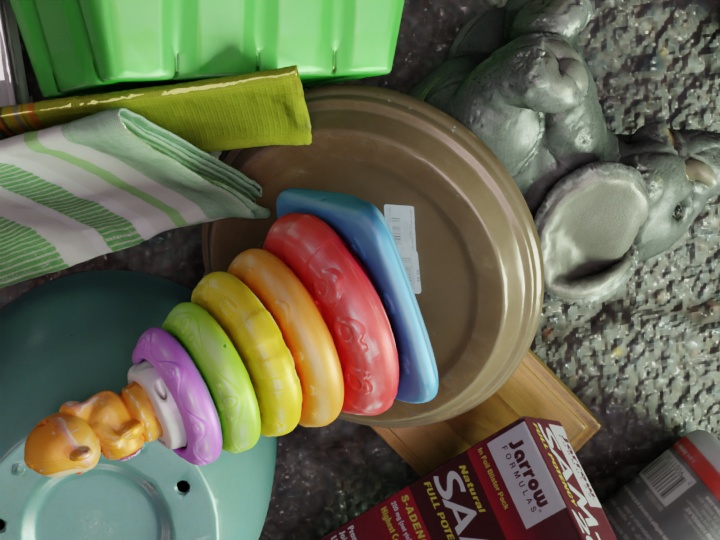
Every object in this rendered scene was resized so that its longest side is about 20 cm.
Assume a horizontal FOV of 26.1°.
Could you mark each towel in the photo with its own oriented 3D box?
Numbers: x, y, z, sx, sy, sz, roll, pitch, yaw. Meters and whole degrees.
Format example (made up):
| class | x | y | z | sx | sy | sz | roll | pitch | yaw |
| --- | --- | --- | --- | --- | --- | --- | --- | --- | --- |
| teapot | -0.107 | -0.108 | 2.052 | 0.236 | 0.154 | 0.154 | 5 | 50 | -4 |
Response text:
| class | x | y | z | sx | sy | sz | roll | pitch | yaw |
| --- | --- | --- | --- | --- | --- | --- | --- | --- | --- |
| towel | -0.164 | -0.030 | 0.789 | 0.198 | 0.152 | 0.024 | -12 | 72 | 22 |
| towel | -0.124 | -0.066 | 0.757 | 0.198 | 0.086 | 0.018 | -8 | 78 | 1 |

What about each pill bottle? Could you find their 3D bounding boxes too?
| class | x | y | z | sx | sy | sz | roll | pitch | yaw |
| --- | --- | --- | --- | --- | --- | --- | --- | --- | --- |
| pill bottle | 0.163 | 0.199 | 0.922 | 0.200 | 0.116 | 0.116 | -40 | 103 | 4 |

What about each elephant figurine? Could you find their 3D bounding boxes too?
| class | x | y | z | sx | sy | sz | roll | pitch | yaw |
| --- | --- | --- | --- | --- | --- | --- | --- | --- | --- |
| elephant figurine | 0.125 | -0.049 | 0.859 | 0.154 | 0.142 | 0.200 | -20 | 119 | 44 |

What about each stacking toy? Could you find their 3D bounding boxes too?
| class | x | y | z | sx | sy | sz | roll | pitch | yaw |
| --- | --- | --- | --- | --- | --- | --- | --- | --- | --- |
| stacking toy | -0.070 | 0.049 | 0.746 | 0.199 | 0.116 | 0.111 | -27 | 111 | -23 |

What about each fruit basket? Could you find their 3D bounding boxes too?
| class | x | y | z | sx | sy | sz | roll | pitch | yaw |
| --- | --- | --- | --- | --- | --- | --- | --- | --- | --- |
| fruit basket | -0.084 | -0.192 | 0.782 | 0.214 | 0.155 | 0.218 | 0 | 90 | -33 |

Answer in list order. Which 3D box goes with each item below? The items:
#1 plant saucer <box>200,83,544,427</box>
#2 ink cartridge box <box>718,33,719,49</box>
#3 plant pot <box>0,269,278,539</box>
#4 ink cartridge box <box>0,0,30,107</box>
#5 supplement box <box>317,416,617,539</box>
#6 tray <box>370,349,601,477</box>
| class | x | y | z | sx | sy | sz | roll | pitch | yaw |
| --- | --- | --- | --- | --- | --- | --- | --- | --- | --- |
| plant saucer | 0.000 | 0.000 | 0.834 | 0.198 | 0.029 | 0.202 | 9 | 116 | 18 |
| ink cartridge box | 0.310 | -0.131 | 0.844 | 0.198 | 0.126 | 0.129 | 14 | 123 | -9 |
| plant pot | -0.139 | 0.116 | 0.849 | 0.198 | 0.161 | 0.203 | -1 | 103 | -6 |
| ink cartridge box | -0.282 | -0.108 | 0.825 | 0.198 | 0.084 | 0.147 | -8 | 103 | -4 |
| supplement box | 0.046 | 0.179 | 0.881 | 0.199 | 0.061 | 0.110 | -34 | 68 | 20 |
| tray | 0.040 | 0.056 | 0.919 | 0.099 | 0.037 | 0.200 | -44 | 104 | 4 |
